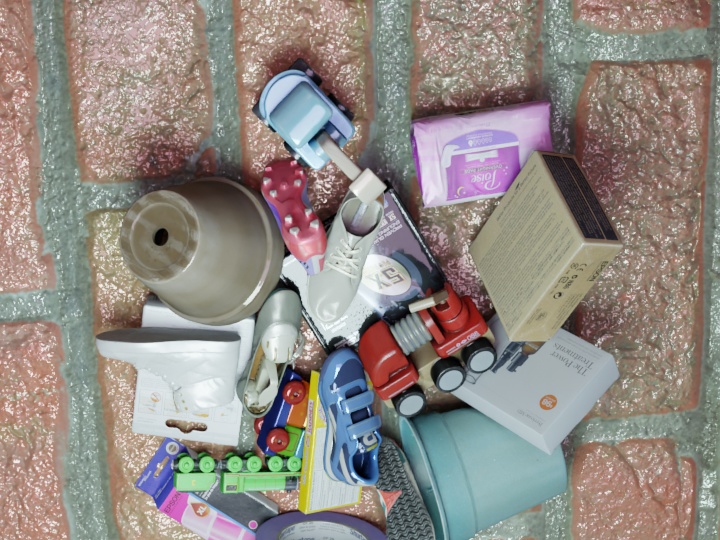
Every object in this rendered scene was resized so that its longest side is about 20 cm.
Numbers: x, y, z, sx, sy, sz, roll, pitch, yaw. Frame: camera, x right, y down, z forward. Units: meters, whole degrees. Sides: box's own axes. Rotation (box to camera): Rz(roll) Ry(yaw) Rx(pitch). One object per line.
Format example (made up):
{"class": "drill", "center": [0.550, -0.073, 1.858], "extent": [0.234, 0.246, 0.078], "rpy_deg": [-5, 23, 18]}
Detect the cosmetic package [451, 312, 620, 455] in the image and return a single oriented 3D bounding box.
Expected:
{"class": "cosmetic package", "center": [0.228, 0.141, 1.579], "extent": [0.151, 0.199, 0.052], "rpy_deg": [-46, 133, -15]}

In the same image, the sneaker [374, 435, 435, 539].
{"class": "sneaker", "center": [0.064, 0.331, 1.662], "extent": [0.070, 0.093, 0.202], "rpy_deg": [-25, 79, 13]}

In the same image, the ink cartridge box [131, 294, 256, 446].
{"class": "ink cartridge box", "center": [-0.237, 0.143, 1.658], "extent": [0.159, 0.050, 0.203], "rpy_deg": [8, 112, -5]}

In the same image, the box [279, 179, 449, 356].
{"class": "box", "center": [0.000, 0.000, 1.612], "extent": [0.198, 0.086, 0.165], "rpy_deg": [-31, 103, 4]}

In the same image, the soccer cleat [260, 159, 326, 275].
{"class": "soccer cleat", "center": [-0.088, -0.075, 1.547], "extent": [0.066, 0.201, 0.077], "rpy_deg": [-15, 129, -9]}

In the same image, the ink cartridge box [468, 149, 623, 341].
{"class": "ink cartridge box", "center": [0.240, -0.030, 1.537], "extent": [0.074, 0.166, 0.201], "rpy_deg": [2, 140, -28]}

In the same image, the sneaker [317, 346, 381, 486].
{"class": "sneaker", "center": [-0.008, 0.203, 1.584], "extent": [0.073, 0.082, 0.203], "rpy_deg": [-17, 111, -34]}

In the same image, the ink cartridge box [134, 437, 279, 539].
{"class": "ink cartridge box", "center": [-0.226, 0.336, 1.700], "extent": [0.199, 0.037, 0.095], "rpy_deg": [34, 98, -8]}

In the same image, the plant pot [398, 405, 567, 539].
{"class": "plant pot", "center": [0.176, 0.271, 1.637], "extent": [0.193, 0.200, 0.203], "rpy_deg": [-17, 103, -7]}

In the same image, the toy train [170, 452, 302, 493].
{"class": "toy train", "center": [-0.175, 0.292, 1.668], "extent": [0.197, 0.042, 0.057], "rpy_deg": [3, 91, -17]}

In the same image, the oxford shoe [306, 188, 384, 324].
{"class": "oxford shoe", "center": [-0.021, -0.022, 1.533], "extent": [0.074, 0.058, 0.202], "rpy_deg": [20, 102, -9]}

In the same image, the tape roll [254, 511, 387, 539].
{"class": "tape roll", "center": [-0.055, 0.423, 1.643], "extent": [0.197, 0.200, 0.086], "rpy_deg": [6, 104, -5]}

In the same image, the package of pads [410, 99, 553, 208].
{"class": "package of pads", "center": [0.170, -0.160, 1.592], "extent": [0.197, 0.076, 0.123], "rpy_deg": [-9, 102, -1]}

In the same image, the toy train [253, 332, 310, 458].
{"class": "toy train", "center": [-0.067, 0.172, 1.657], "extent": [0.114, 0.085, 0.203], "rpy_deg": [18, 94, -23]}

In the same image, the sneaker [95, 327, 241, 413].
{"class": "sneaker", "center": [-0.266, 0.142, 1.592], "extent": [0.196, 0.074, 0.117], "rpy_deg": [4, 106, -6]}

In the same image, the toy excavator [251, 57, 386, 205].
{"class": "toy excavator", "center": [-0.052, -0.173, 1.512], "extent": [0.100, 0.200, 0.195], "rpy_deg": [-43, 101, 7]}

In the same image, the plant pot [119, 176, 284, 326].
{"class": "plant pot", "center": [-0.221, -0.035, 1.511], "extent": [0.197, 0.173, 0.204], "rpy_deg": [-3, 82, 20]}

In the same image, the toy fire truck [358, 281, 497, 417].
{"class": "toy fire truck", "center": [0.075, 0.085, 1.535], "extent": [0.175, 0.129, 0.201], "rpy_deg": [-31, 131, 3]}

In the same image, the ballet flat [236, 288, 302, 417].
{"class": "ballet flat", "center": [-0.118, 0.118, 1.580], "extent": [0.066, 0.064, 0.202], "rpy_deg": [4, 126, -27]}

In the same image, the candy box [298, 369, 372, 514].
{"class": "candy box", "center": [-0.034, 0.238, 1.642], "extent": [0.101, 0.026, 0.203], "rpy_deg": [0, 100, -38]}
